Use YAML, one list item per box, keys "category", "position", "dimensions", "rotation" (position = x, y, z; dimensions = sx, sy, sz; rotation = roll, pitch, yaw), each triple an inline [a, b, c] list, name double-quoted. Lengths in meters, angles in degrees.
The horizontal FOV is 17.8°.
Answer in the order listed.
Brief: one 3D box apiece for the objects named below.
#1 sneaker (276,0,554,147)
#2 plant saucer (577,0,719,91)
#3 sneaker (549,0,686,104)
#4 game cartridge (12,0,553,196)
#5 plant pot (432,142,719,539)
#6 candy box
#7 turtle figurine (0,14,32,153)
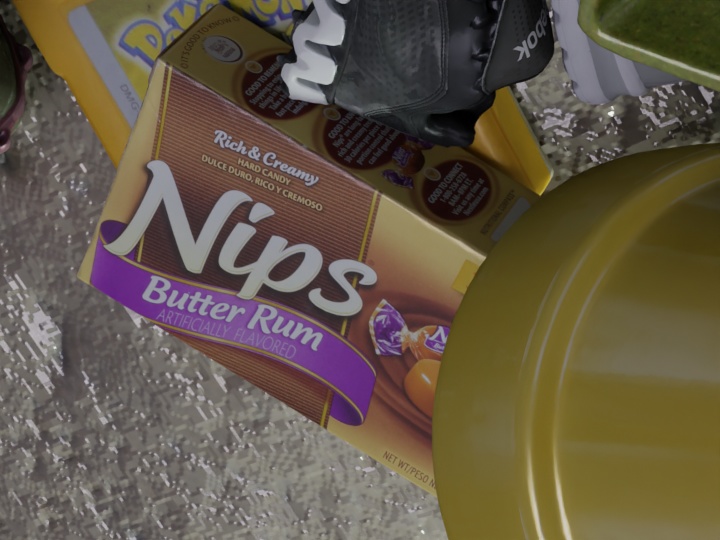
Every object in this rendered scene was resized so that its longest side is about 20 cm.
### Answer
- category: "sneaker"
  position: [0.029, -0.105, 0.764]
  dimensions: [0.090, 0.066, 0.200]
  rotation: [29, 151, 6]
- category: "plant saucer"
  position: [0.173, -0.120, 0.629]
  dimensions: [0.200, 0.048, 0.200]
  rotation: [22, 137, 14]
- category: "sneaker"
  position: [0.091, -0.138, 0.728]
  dimensions: [0.082, 0.075, 0.200]
  rotation: [-7, 143, 13]
- category: "game cartridge"
  position: [-0.044, -0.091, 0.896]
  dimensions: [0.176, 0.032, 0.200]
  rotation: [-18, 112, 35]
- category: "plant pot"
  position: [0.153, 0.056, 0.737]
  dimensions: [0.201, 0.201, 0.189]
  rotation: [58, 158, -15]
- category: "candy box"
  position: [0.000, 0.000, 0.878]
  dimensions: [0.200, 0.056, 0.117]
  rotation: [31, 129, 6]
- category: "turtle figurine"
  position: [-0.184, -0.081, 0.929]
  dimensions: [0.101, 0.150, 0.200]
  rotation: [4, 161, -9]
